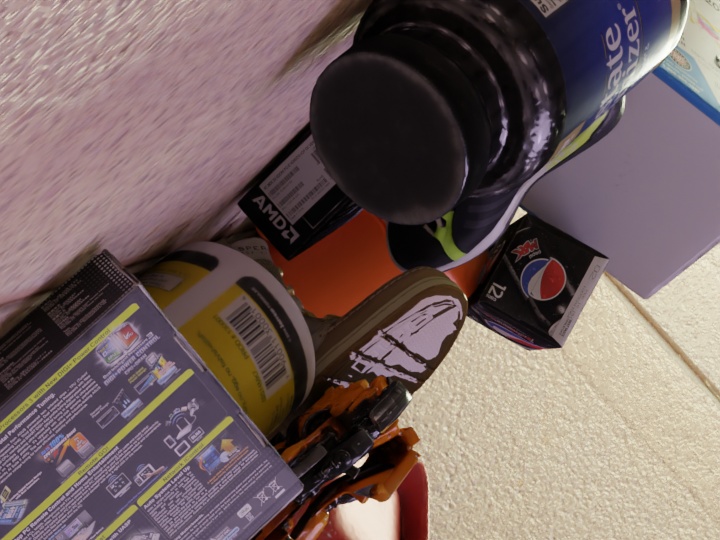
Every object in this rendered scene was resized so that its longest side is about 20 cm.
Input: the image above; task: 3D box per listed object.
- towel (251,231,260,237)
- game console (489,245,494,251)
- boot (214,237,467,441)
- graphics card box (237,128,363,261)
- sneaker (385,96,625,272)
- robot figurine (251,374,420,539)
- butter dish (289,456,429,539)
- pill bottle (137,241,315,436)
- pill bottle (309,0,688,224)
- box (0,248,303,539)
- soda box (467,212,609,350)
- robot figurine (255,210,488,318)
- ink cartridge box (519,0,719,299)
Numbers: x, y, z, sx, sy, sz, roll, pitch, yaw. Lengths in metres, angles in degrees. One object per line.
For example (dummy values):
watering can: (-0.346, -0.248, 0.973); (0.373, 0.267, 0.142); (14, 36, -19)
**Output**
towel: (-0.018, -0.065, 1.441); (0.200, 0.018, 0.086); (-44, 176, 39)
game console: (-0.004, 0.006, 1.530); (0.200, 0.171, 0.118); (-47, 153, 2)
boot: (-0.037, 0.030, 1.259); (0.200, 0.155, 0.072); (-43, 137, 20)
graphics card box: (0.028, -0.097, 1.219); (0.200, 0.051, 0.125); (-45, 177, 25)
sneaker: (0.063, -0.068, 1.194); (0.083, 0.072, 0.200); (-4, 147, -46)
robot figurine: (-0.048, 0.131, 1.117); (0.200, 0.058, 0.145); (-40, -173, -19)
butter dish: (-0.065, 0.173, 1.411); (0.199, 0.148, 0.200); (-22, -154, 13)
pill bottle: (-0.125, 0.080, 1.120); (0.200, 0.114, 0.114); (-40, 177, -39)
pill bottle: (0.065, -0.104, 0.998); (0.200, 0.112, 0.112); (-41, 177, -43)
box: (-0.145, 0.114, 0.992); (0.200, 0.160, 0.044); (-43, -143, -8)
soda box: (0.113, 0.011, 1.419); (0.071, 0.063, 0.200); (-61, 179, -2)
robot figurine: (-0.001, -0.001, 1.380); (0.200, 0.144, 0.117); (-36, -174, 4)
ink cartridge box: (0.189, -0.119, 1.440); (0.145, 0.147, 0.200); (-42, -153, 30)
